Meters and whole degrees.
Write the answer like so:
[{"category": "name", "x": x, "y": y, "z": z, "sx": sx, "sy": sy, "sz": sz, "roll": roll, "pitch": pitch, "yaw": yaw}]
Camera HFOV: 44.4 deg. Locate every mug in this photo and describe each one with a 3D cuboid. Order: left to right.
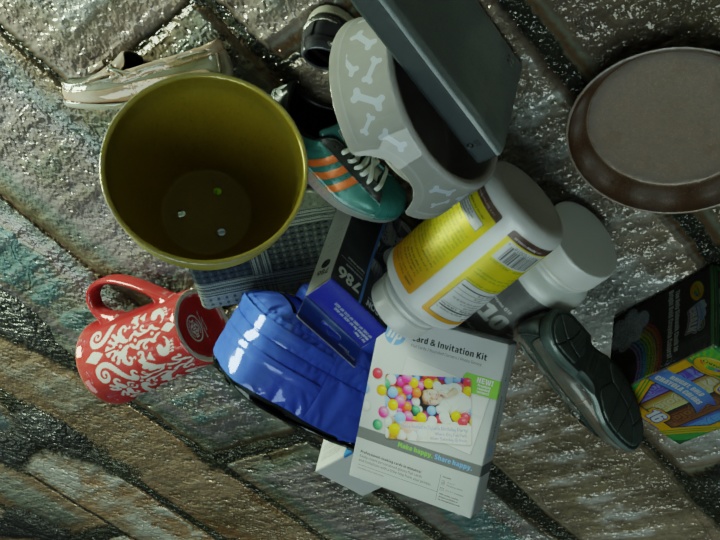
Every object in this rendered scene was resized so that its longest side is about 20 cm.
[{"category": "mug", "x": -0.309, "y": 0.094, "z": 1.271, "sx": 0.200, "sy": 0.134, "sz": 0.178, "roll": -21, "pitch": 128, "yaw": 33}]

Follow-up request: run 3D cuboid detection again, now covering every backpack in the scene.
[{"category": "backpack", "x": -0.072, "y": 0.099, "z": 1.096, "sx": 0.200, "sy": 0.168, "sz": 0.162, "roll": 27, "pitch": 179, "yaw": -23}]

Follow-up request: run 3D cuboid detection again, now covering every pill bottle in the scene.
[{"category": "pill bottle", "x": 0.104, "y": -0.014, "z": 0.919, "sx": 0.109, "sy": 0.109, "sz": 0.200, "roll": 36, "pitch": 122, "yaw": -20}, {"category": "pill bottle", "x": 0.185, "y": 0.012, "z": 1.003, "sx": 0.114, "sy": 0.114, "sz": 0.200, "roll": 32, "pitch": 137, "yaw": -16}]

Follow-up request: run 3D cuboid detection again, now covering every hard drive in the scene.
[{"category": "hard drive", "x": 0.070, "y": -0.211, "z": 0.776, "sx": 0.033, "sy": 0.140, "sz": 0.200, "roll": -20, "pitch": 127, "yaw": 37}]

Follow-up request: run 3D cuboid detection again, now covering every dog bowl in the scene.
[{"category": "dog bowl", "x": 0.058, "y": -0.150, "z": 0.812, "sx": 0.059, "sy": 0.200, "sz": 0.200, "roll": -18, "pitch": 128, "yaw": 37}]

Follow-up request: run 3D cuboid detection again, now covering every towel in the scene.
[{"category": "towel", "x": -0.115, "y": -0.031, "z": 1.081, "sx": 0.200, "sy": 0.035, "sz": 0.193, "roll": -10, "pitch": 142, "yaw": -2}]

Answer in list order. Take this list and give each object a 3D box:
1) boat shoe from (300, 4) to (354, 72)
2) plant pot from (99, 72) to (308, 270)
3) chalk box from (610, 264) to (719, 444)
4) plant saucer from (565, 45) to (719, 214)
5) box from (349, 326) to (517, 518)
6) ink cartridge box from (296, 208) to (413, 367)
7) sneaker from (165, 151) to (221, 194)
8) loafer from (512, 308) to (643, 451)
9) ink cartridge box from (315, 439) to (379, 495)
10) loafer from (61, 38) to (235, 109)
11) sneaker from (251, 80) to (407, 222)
[{"category": "boat shoe", "x": 0.017, "y": -0.177, "z": 0.893, "sx": 0.200, "sy": 0.063, "sz": 0.073, "roll": 39, "pitch": 135, "yaw": -23}, {"category": "plant pot", "x": -0.161, "y": -0.082, "z": 0.918, "sx": 0.200, "sy": 0.200, "sz": 0.142, "roll": 21, "pitch": 161, "yaw": -4}, {"category": "chalk box", "x": 0.399, "y": 0.089, "z": 1.002, "sx": 0.124, "sy": 0.125, "sz": 0.200, "roll": 34, "pitch": 139, "yaw": -17}, {"category": "plant saucer", "x": 0.302, "y": -0.138, "z": 0.854, "sx": 0.200, "sy": 0.035, "sz": 0.200, "roll": 11, "pitch": 139, "yaw": 10}, {"category": "box", "x": 0.081, "y": 0.159, "z": 1.006, "sx": 0.156, "sy": 0.200, "sz": 0.041, "roll": 14, "pitch": -175, "yaw": 24}, {"category": "ink cartridge box", "x": 0.000, "y": 0.000, "z": 0.992, "sx": 0.039, "sy": 0.200, "sz": 0.099, "roll": -21, "pitch": 128, "yaw": 38}, {"category": "sneaker", "x": -0.198, "y": -0.111, "z": 1.056, "sx": 0.084, "sy": 0.074, "sz": 0.200, "roll": 29, "pitch": 157, "yaw": 38}, {"category": "loafer", "x": 0.243, "y": 0.121, "z": 0.977, "sx": 0.063, "sy": 0.072, "sz": 0.200, "roll": -13, "pitch": 121, "yaw": 48}, {"category": "ink cartridge box", "x": 0.030, "y": 0.177, "z": 1.180, "sx": 0.084, "sy": 0.200, "sz": 0.146, "roll": 31, "pitch": 138, "yaw": -19}, {"category": "loafer", "x": -0.231, "y": -0.214, "z": 0.951, "sx": 0.200, "sy": 0.072, "sz": 0.063, "roll": -1, "pitch": 120, "yaw": 12}, {"category": "sneaker", "x": -0.022, "y": -0.127, "z": 0.957, "sx": 0.200, "sy": 0.071, "sz": 0.080, "roll": 34, "pitch": 142, "yaw": -15}]
